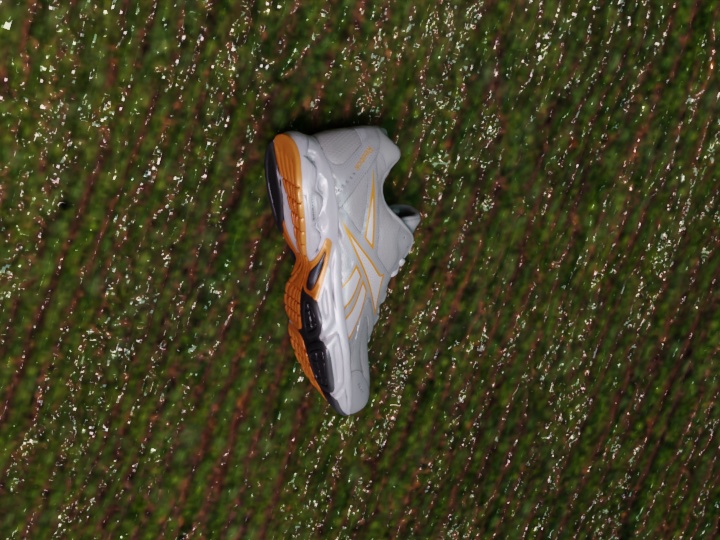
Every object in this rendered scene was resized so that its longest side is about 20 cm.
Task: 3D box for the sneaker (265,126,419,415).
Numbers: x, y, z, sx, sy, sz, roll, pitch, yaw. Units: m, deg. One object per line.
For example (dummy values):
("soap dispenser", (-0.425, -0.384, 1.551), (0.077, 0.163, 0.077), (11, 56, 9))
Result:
("sneaker", (0.000, 0.000, 1.097), (0.091, 0.076, 0.201), (-15, 117, -19))
